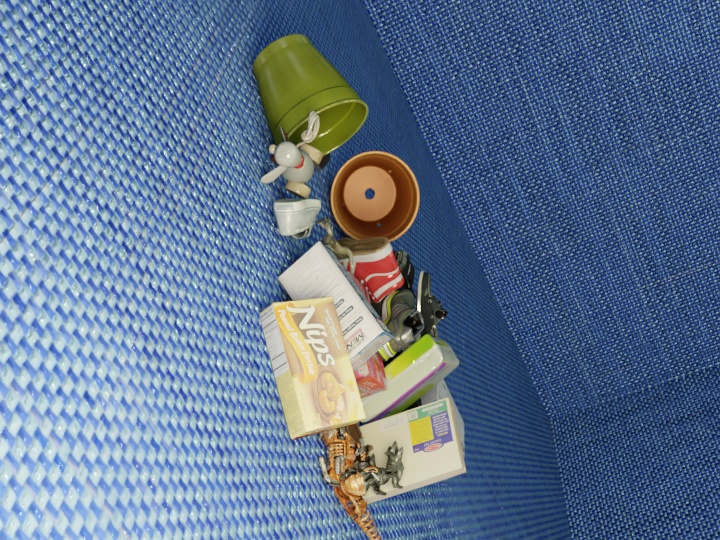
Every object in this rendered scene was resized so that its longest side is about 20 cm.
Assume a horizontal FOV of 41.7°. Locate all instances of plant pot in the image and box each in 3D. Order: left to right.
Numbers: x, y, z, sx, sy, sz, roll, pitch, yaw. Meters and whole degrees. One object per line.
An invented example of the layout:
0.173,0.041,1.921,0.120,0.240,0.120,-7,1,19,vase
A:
-0.115,-0.346,1.851,0.195,0.199,0.200,60,12,15,plant pot
0.026,-0.168,2.112,0.140,0.197,0.203,-120,-174,-79,plant pot

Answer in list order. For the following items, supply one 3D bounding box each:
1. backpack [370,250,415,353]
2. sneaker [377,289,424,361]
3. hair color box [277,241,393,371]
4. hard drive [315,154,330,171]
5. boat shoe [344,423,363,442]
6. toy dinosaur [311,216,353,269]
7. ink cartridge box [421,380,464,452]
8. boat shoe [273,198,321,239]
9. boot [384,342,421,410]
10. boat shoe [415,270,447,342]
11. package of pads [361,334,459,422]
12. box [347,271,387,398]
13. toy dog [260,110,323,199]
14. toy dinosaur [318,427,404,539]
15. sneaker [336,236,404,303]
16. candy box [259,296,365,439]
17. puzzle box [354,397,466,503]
0.042,0.065,1.900,0.190,0.151,0.205,9,78,-70,backpack
0.081,0.093,1.717,0.075,0.080,0.201,61,23,-20,sneaker
-0.043,0.062,1.584,0.201,0.100,0.060,54,8,25,hair color box
-0.114,-0.332,2.068,0.135,0.042,0.203,50,25,-52,hard drive
-0.032,0.228,1.571,0.075,0.074,0.204,-93,157,-50,boat shoe
-0.055,-0.048,1.693,0.199,0.047,0.090,2,-71,68,toy dinosaur
0.185,0.351,2.183,0.202,0.075,0.137,62,17,-22,ink cartridge box
-0.118,-0.094,1.727,0.201,0.068,0.073,-30,121,-79,boat shoe
0.074,0.197,1.975,0.212,0.078,0.161,66,18,-59,boot
0.144,0.095,1.908,0.075,0.065,0.203,83,9,-57,boat shoe
0.085,0.206,1.776,0.069,0.199,0.154,54,11,17,package of pads
-0.030,0.120,1.672,0.095,0.101,0.204,44,31,-57,box
-0.135,-0.206,1.721,0.201,0.095,0.134,87,25,-64,toy dog
-0.007,0.335,1.523,0.134,0.101,0.205,-9,96,-43,toy dinosaur
0.000,0.000,1.781,0.071,0.198,0.114,-43,117,-32,sneaker
-0.075,0.147,1.461,0.114,0.055,0.204,-5,71,-38,candy box
0.076,0.309,1.613,0.025,0.197,0.135,51,24,-49,puzzle box
